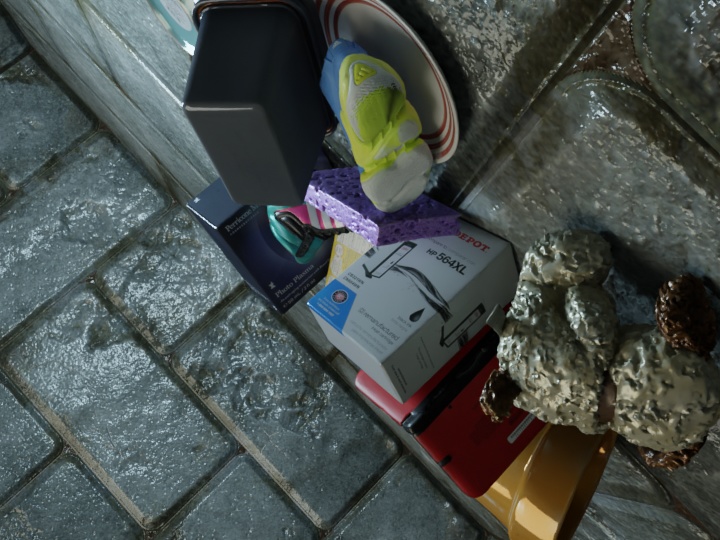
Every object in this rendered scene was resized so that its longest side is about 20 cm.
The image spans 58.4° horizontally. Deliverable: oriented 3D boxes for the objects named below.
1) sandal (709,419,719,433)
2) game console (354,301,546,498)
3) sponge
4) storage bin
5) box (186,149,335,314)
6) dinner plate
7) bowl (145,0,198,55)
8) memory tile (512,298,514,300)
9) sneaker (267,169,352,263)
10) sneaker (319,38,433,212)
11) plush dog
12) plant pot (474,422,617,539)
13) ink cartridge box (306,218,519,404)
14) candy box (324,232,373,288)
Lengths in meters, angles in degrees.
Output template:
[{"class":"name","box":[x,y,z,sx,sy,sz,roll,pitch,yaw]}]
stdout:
[{"class":"sandal","box":[0.271,0.105,0.634,0.200,0.045,0.075,13,117,45]},{"class":"game console","box":[0.126,0.130,0.766,0.172,0.200,0.119,49,167,-8]},{"class":"sponge","box":[0.014,-0.081,0.761,0.200,0.111,0.030,37,130,49]},{"class":"storage bin","box":[-0.110,-0.163,0.652,0.145,0.135,0.200,4,151,11]},{"class":"box","box":[-0.122,-0.077,1.004,0.123,0.200,0.199,32,160,49]},{"class":"dinner plate","box":[0.026,-0.189,0.619,0.200,0.024,0.200,43,165,15]},{"class":"bowl","box":[-0.167,-0.308,0.703,0.201,0.105,0.201,43,167,13]},{"class":"memory tile","box":[0.210,0.085,0.841,0.153,0.017,0.200,35,161,41]},{"class":"sneaker","box":[-0.045,-0.060,0.888,0.199,0.084,0.121,23,117,10]},{"class":"sneaker","box":[0.014,-0.144,0.626,0.105,0.076,0.200,61,175,29]},{"class":"plush dog","box":[0.207,0.084,0.535,0.171,0.160,0.201,10,124,32]},{"class":"plant pot","box":[0.202,0.233,0.823,0.183,0.200,0.200,24,156,31]},{"class":"ink cartridge box","box":[0.063,0.029,0.745,0.146,0.200,0.084,33,158,43]},{"class":"candy box","box":[0.000,0.000,0.983,0.102,0.026,0.201,27,129,17]}]
